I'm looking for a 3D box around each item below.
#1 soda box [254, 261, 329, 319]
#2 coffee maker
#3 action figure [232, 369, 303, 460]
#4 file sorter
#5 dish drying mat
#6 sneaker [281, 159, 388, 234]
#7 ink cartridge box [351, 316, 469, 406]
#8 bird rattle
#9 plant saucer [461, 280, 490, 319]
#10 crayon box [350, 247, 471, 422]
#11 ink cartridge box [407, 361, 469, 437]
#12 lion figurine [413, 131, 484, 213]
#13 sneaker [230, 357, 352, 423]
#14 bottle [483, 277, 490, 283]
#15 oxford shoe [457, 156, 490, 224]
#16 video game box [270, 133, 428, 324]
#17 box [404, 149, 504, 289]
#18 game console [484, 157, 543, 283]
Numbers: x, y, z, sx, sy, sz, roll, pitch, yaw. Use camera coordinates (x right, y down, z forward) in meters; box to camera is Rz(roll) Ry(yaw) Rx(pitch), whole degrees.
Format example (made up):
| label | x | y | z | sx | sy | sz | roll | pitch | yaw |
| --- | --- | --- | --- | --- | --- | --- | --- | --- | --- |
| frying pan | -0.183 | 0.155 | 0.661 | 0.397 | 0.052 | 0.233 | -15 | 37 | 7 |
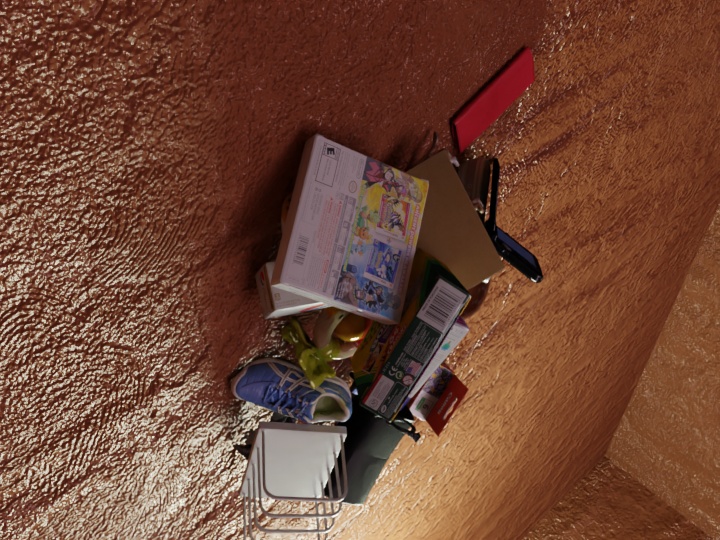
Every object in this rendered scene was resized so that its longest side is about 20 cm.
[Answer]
| label | x | y | z | sx | sy | sz | roll | pitch | yaw |
| --- | --- | --- | --- | --- | --- | --- | --- | --- | --- |
| soda box | -0.044 | 0.014 | 1.146 | 0.196 | 0.070 | 0.064 | -10 | 170 | -23 |
| coffee maker | -0.003 | 0.316 | 1.472 | 0.203 | 0.133 | 0.192 | -61 | -167 | 10 |
| action figure | -0.118 | 0.229 | 1.341 | 0.202 | 0.069 | 0.130 | -56 | 143 | -5 |
| file sorter | -0.105 | 0.345 | 1.259 | 0.136 | 0.126 | 0.202 | 6 | 135 | -15 |
| dish drying mat | 0.222 | -0.285 | 1.362 | 0.200 | 0.018 | 0.077 | -45 | 147 | -16 |
| sneaker | -0.031 | -0.091 | 1.154 | 0.197 | 0.076 | 0.089 | -24 | 147 | -27 |
| ink cartridge box | 0.079 | 0.143 | 1.379 | 0.118 | 0.042 | 0.201 | 23 | 114 | -32 |
| bird rattle | -0.012 | 0.098 | 1.251 | 0.196 | 0.114 | 0.165 | -4 | 134 | -29 |
| plant saucer | 0.151 | -0.013 | 1.420 | 0.197 | 0.037 | 0.205 | 6 | 80 | -39 |
| crayon box | 0.063 | 0.083 | 1.136 | 0.202 | 0.058 | 0.173 | -58 | -168 | 8 |
| ink cartridge box | 0.121 | 0.216 | 1.541 | 0.050 | 0.200 | 0.110 | 30 | 96 | -24 |
| lion figurine | 0.124 | -0.111 | 1.319 | 0.121 | 0.202 | 0.073 | -28 | -163 | 15 |
| sneaker | -0.100 | 0.186 | 1.244 | 0.196 | 0.077 | 0.077 | 10 | 105 | -19 |
| bottle | 0.118 | -0.044 | 1.273 | 0.065 | 0.197 | 0.085 | -58 | 172 | -68 |
| oxford shoe | 0.180 | -0.095 | 1.400 | 0.075 | 0.057 | 0.205 | 2 | 96 | -66 |
| video game box | -0.010 | -0.051 | 1.074 | 0.179 | 0.047 | 0.204 | 19 | 76 | -22 |
| box | 0.103 | -0.052 | 1.223 | 0.161 | 0.203 | 0.021 | -29 | -175 | 2 |
| game console | 0.270 | -0.090 | 1.415 | 0.117 | 0.175 | 0.200 | -53 | 180 | 15 |
